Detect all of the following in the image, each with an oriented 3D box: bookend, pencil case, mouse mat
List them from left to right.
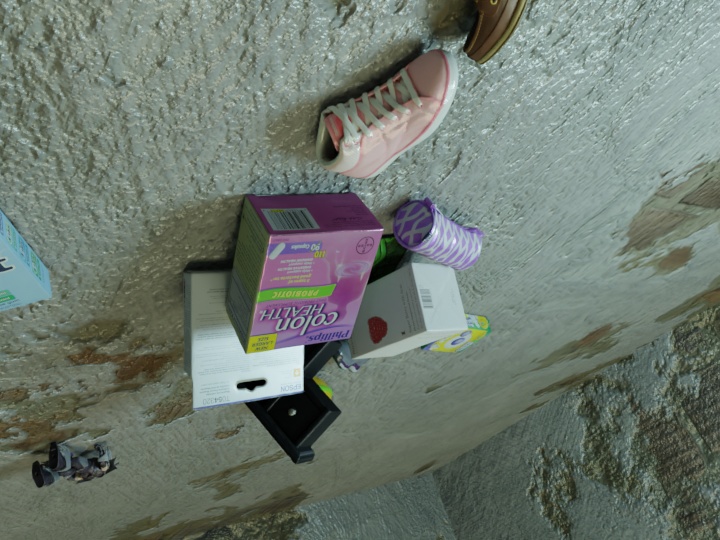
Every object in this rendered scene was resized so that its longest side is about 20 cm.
[{"bbox_3d":[-0.096,0.185,1.081,0.199,0.200,0.092,-46,162,1],"label":"bookend"},{"bbox_3d":[0.000,0.000,1.121,0.158,0.008,0.201,-10,150,-24],"label":"mouse mat"},{"bbox_3d":[0.132,-0.059,1.038,0.086,0.084,0.199,-55,147,11],"label":"pencil case"}]

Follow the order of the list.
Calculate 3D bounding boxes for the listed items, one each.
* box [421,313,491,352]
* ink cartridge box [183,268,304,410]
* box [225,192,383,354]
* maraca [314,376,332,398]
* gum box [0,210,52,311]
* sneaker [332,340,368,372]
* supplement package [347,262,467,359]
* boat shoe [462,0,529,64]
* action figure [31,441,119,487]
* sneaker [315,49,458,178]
[{"bbox_3d":[0.240,0.157,1.555,0.117,0.049,0.198,-39,151,30],"label":"box"},{"bbox_3d":[-0.178,0.099,0.974,0.193,0.205,0.043,-1,-175,-36],"label":"ink cartridge box"},{"bbox_3d":[-0.084,0.002,0.890,0.173,0.097,0.203,-5,129,-31],"label":"box"},{"bbox_3d":[-0.141,0.293,1.439,0.135,0.109,0.200,-28,153,14],"label":"maraca"},{"bbox_3d":[-0.469,-0.008,0.697,0.166,0.045,0.201,-17,154,-11],"label":"gum box"},{"bbox_3d":[-0.015,0.167,1.364,0.087,0.075,0.200,-35,164,3],"label":"sneaker"},{"bbox_3d":[0.074,0.078,1.142,0.118,0.124,0.198,2,159,-43],"label":"supplement package"},{"bbox_3d":[0.144,-0.297,0.630,0.066,0.073,0.201,19,153,-6],"label":"boat shoe"},{"bbox_3d":[-0.616,0.426,1.367,0.129,0.070,0.200,-32,157,3],"label":"action figure"},{"bbox_3d":[0.021,-0.178,0.727,0.103,0.077,0.200,-3,152,-44],"label":"sneaker"}]
